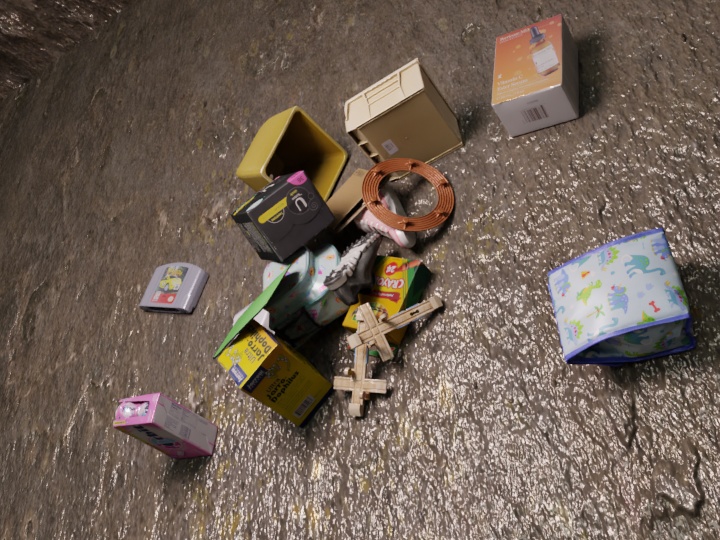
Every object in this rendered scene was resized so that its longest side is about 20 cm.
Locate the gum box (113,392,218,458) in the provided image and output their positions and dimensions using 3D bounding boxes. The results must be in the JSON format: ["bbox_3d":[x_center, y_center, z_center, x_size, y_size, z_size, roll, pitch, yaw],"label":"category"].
[{"bbox_3d":[-0.407,0.326,1.603,0.112,0.200,0.067,-12,52,29],"label":"gum box"}]

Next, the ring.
[{"bbox_3d":[0.100,-0.164,1.604,0.197,0.019,0.203,4,55,-6],"label":"ring"}]

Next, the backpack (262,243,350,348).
[{"bbox_3d":[-0.107,0.036,1.612,0.198,0.154,0.177,-27,36,16],"label":"backpack"}]

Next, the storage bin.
[{"bbox_3d":[0.094,-0.318,1.677,0.197,0.200,0.095,-26,49,20],"label":"storage bin"}]

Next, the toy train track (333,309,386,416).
[{"bbox_3d":[-0.004,0.174,1.466,0.113,0.032,0.203,-1,79,28],"label":"toy train track"}]

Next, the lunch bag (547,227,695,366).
[{"bbox_3d":[0.407,0.053,1.218,0.198,0.128,0.172,-15,51,17],"label":"lunch bag"}]

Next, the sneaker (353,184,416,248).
[{"bbox_3d":[0.048,-0.096,1.646,0.104,0.075,0.201,-36,42,14],"label":"sneaker"}]

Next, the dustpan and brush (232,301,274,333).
[{"bbox_3d":[-0.230,0.161,1.700,0.139,0.057,0.202,-33,37,30],"label":"dustpan and brush"}]

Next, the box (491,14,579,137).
[{"bbox_3d":[0.364,-0.403,1.593,0.151,0.106,0.202,-13,53,31],"label":"box"}]

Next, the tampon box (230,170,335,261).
[{"bbox_3d":[-0.170,-0.115,1.639,0.149,0.127,0.200,-39,15,-15],"label":"tampon box"}]

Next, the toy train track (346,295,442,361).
[{"bbox_3d":[0.068,0.096,1.457,0.198,0.033,0.116,-24,77,-13],"label":"toy train track"}]

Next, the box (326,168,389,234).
[{"bbox_3d":[-0.026,-0.159,1.726,0.164,0.021,0.200,-47,20,-3],"label":"box"}]

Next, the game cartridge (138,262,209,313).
[{"bbox_3d":[-0.483,0.044,1.988,0.198,0.041,0.134,0,56,38],"label":"game cartridge"}]

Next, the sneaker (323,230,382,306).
[{"bbox_3d":[0.000,0.000,1.545,0.066,0.091,0.200,-21,22,40],"label":"sneaker"}]

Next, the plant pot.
[{"bbox_3d":[-0.189,-0.253,1.868,0.199,0.194,0.197,2,61,49],"label":"plant pot"}]

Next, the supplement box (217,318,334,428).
[{"bbox_3d":[-0.162,0.203,1.501,0.110,0.200,0.109,-49,44,-3],"label":"supplement box"}]

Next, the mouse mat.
[{"bbox_3d":[-0.212,0.079,1.509,0.200,0.008,0.161,-43,12,31],"label":"mouse mat"}]

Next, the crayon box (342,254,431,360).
[{"bbox_3d":[0.047,0.071,1.541,0.126,0.051,0.202,8,66,41],"label":"crayon box"}]
